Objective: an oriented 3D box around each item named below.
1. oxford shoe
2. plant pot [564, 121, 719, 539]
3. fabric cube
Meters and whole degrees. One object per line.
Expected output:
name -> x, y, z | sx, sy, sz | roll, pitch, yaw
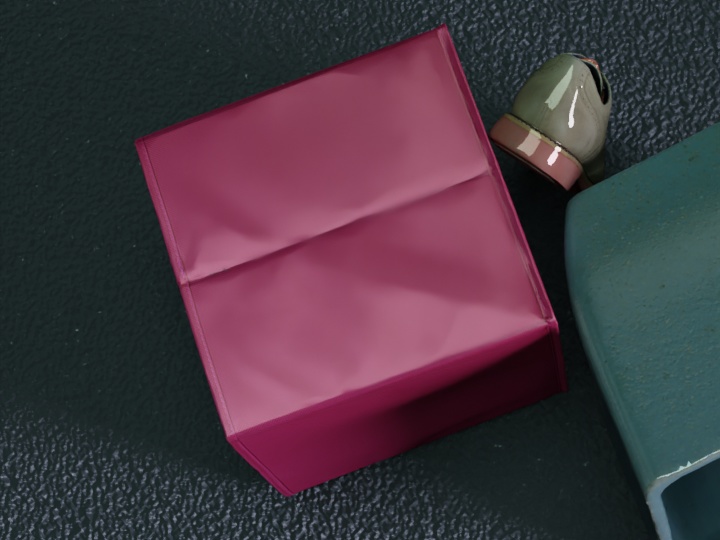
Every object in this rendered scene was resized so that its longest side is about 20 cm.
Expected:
oxford shoe -> 0.131, -0.091, 1.181 | 0.070, 0.200, 0.075 | 32, 97, 6
plant pot -> 0.220, 0.033, 1.148 | 0.195, 0.196, 0.201 | -26, 62, 1
fabric cube -> 0.000, 0.000, 1.181 | 0.197, 0.196, 0.202 | -21, 72, 3
